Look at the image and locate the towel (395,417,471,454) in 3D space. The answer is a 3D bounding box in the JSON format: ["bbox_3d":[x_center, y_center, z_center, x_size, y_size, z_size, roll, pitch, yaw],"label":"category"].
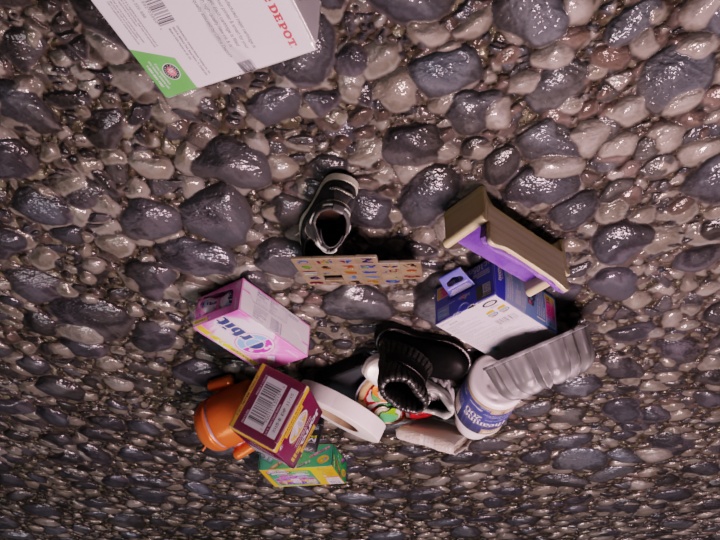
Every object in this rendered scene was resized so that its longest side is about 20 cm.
[{"bbox_3d":[0.159,0.346,1.593,0.130,0.035,0.199,10,180,21],"label":"towel"}]

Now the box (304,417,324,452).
[{"bbox_3d":[-0.185,0.355,1.727,0.195,0.045,0.162,8,144,-6],"label":"box"}]

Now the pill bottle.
[{"bbox_3d":[0.245,0.257,1.496,0.108,0.113,0.202,6,146,-4],"label":"pill bottle"}]

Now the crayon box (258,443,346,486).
[{"bbox_3d":[-0.144,0.490,1.900,0.195,0.059,0.120,-7,143,14],"label":"crayon box"}]

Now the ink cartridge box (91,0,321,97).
[{"bbox_3d":[-0.156,-0.285,0.799,0.195,0.086,0.147,-11,142,19],"label":"ink cartridge box"}]

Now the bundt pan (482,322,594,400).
[{"bbox_3d":[0.315,0.164,1.308,0.198,0.077,0.202,-23,170,-4],"label":"bundt pan"}]

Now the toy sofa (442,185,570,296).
[{"bbox_3d":[0.216,-0.027,1.117,0.198,0.099,0.082,27,138,-31],"label":"toy sofa"}]

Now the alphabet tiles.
[{"bbox_3d":[0.000,0.000,1.201,0.195,0.008,0.167,-1,165,6],"label":"alphabet tiles"}]

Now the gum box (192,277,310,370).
[{"bbox_3d":[-0.194,0.099,1.352,0.112,0.067,0.200,-21,138,29],"label":"gum box"}]

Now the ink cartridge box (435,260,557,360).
[{"bbox_3d":[0.214,0.062,1.257,0.198,0.078,0.135,28,138,-33],"label":"ink cartridge box"}]

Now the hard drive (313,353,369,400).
[{"bbox_3d":[0.018,0.242,1.564,0.138,0.033,0.199,-25,136,33],"label":"hard drive"}]

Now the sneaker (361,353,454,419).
[{"bbox_3d":[0.095,0.218,1.427,0.196,0.081,0.076,24,106,-10],"label":"sneaker"}]

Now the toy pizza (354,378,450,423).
[{"bbox_3d":[0.086,0.255,1.522,0.195,0.032,0.203,-6,136,-5],"label":"toy pizza"}]

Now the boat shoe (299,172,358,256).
[{"bbox_3d":[-0.053,-0.058,1.124,0.070,0.069,0.201,10,147,-12],"label":"boat shoe"}]

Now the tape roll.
[{"bbox_3d":[-0.043,0.287,1.546,0.199,0.038,0.203,26,162,9],"label":"tape roll"}]

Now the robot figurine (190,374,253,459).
[{"bbox_3d":[-0.264,0.301,1.583,0.197,0.118,0.145,-27,120,15],"label":"robot figurine"}]

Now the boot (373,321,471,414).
[{"bbox_3d":[0.116,0.187,1.354,0.207,0.159,0.081,17,120,-17],"label":"boot"}]

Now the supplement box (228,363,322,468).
[{"bbox_3d":[-0.154,0.278,1.421,0.101,0.133,0.201,23,162,14],"label":"supplement box"}]
